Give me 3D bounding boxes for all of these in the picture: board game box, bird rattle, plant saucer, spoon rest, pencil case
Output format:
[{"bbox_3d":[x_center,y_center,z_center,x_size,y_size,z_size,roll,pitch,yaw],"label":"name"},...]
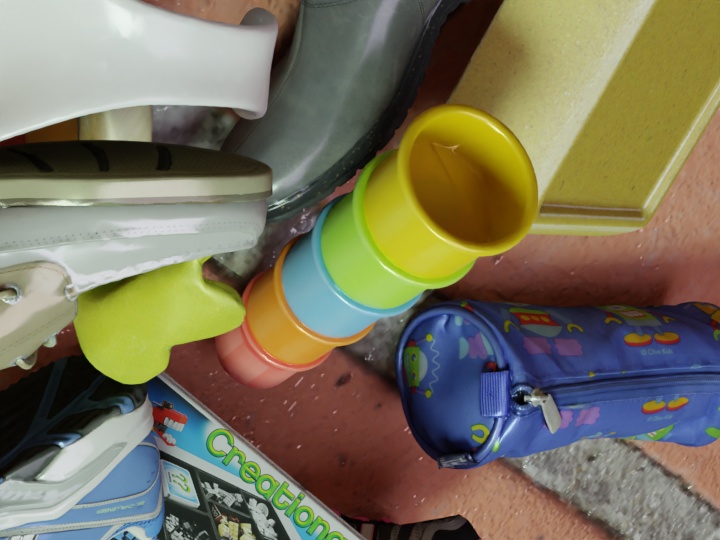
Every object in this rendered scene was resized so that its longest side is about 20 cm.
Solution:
[{"bbox_3d":[-0.064,0.142,0.838,0.127,0.200,0.035,-51,-177,-10],"label":"board game box"},{"bbox_3d":[-0.146,-0.030,0.732,0.198,0.113,0.165,-4,113,-21],"label":"bird rattle"},{"bbox_3d":[0.118,-0.091,0.863,0.199,0.048,0.201,-2,125,-61],"label":"plant saucer"},{"bbox_3d":[-0.115,-0.079,0.648,0.198,0.061,0.100,3,98,-26],"label":"spoon rest"},{"bbox_3d":[0.110,0.054,0.988,0.199,0.086,0.079,0,100,-40],"label":"pencil case"}]

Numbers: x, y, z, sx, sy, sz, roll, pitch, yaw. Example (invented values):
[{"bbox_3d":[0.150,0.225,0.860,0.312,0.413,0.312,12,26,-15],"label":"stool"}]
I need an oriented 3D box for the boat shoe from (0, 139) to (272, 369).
[{"bbox_3d":[-0.126,-0.002,0.659,0.198,0.075,0.069,-6,103,-12],"label":"boat shoe"}]

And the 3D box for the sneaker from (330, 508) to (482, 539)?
[{"bbox_3d":[-0.027,0.132,0.933,0.198,0.088,0.074,-9,155,-35],"label":"sneaker"}]

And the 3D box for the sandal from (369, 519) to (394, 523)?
[{"bbox_3d":[-0.036,0.218,1.018,0.200,0.055,0.082,-46,139,-1],"label":"sandal"}]

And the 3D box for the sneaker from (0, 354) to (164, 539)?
[{"bbox_3d":[-0.159,0.113,0.761,0.199,0.076,0.078,-28,123,-17],"label":"sneaker"}]

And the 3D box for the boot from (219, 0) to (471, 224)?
[{"bbox_3d":[-0.017,-0.127,0.768,0.201,0.070,0.132,-53,132,-4],"label":"boot"}]

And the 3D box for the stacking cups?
[{"bbox_3d":[0.000,0.000,0.804,0.060,0.061,0.200,-15,167,-30],"label":"stacking cups"}]
